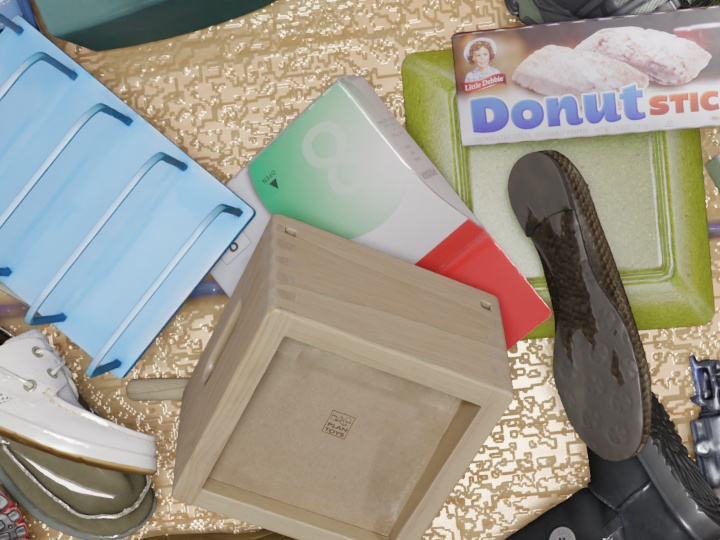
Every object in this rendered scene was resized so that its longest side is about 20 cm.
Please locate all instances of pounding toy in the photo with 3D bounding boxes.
[{"bbox_3d":[-0.036,0.077,0.989,0.183,0.143,0.201,20,122,-15],"label":"pounding toy"}]

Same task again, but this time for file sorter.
[{"bbox_3d":[-0.188,-0.048,0.957,0.200,0.123,0.139,39,91,2],"label":"file sorter"}]

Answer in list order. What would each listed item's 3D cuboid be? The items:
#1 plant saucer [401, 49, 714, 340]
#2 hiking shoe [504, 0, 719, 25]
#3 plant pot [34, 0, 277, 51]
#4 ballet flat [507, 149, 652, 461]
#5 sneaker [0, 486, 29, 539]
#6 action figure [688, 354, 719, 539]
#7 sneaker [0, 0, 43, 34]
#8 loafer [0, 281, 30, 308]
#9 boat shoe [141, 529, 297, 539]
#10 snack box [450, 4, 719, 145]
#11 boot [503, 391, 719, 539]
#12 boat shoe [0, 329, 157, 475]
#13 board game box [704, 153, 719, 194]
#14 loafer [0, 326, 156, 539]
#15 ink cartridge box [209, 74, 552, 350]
[{"bbox_3d":[0.131,-0.056,1.041,0.199,0.048,0.201,-5,88,3],"label":"plant saucer"},{"bbox_3d":[0.183,-0.178,0.991,0.199,0.076,0.101,24,133,20],"label":"hiking shoe"},{"bbox_3d":[-0.120,-0.232,1.019,0.199,0.141,0.142,-25,87,9],"label":"plant pot"},{"bbox_3d":[0.142,0.019,0.978,0.067,0.046,0.201,-29,71,38],"label":"ballet flat"},{"bbox_3d":[-0.238,0.228,1.042,0.077,0.082,0.201,-6,103,-14],"label":"sneaker"},{"bbox_3d":[0.253,0.145,0.992,0.193,0.104,0.201,-21,82,27],"label":"action figure"},{"bbox_3d":[-0.249,-0.160,1.048,0.074,0.082,0.201,-20,89,1],"label":"sneaker"},{"bbox_3d":[-0.278,-0.018,1.050,0.199,0.070,0.070,16,78,3],"label":"loafer"},{"bbox_3d":[-0.059,0.213,1.028,0.199,0.071,0.070,-1,112,9],"label":"boat shoe"},{"bbox_3d":[0.157,-0.121,0.971,0.199,0.024,0.072,-3,101,21],"label":"snack box"},{"bbox_3d":[0.122,0.165,1.022,0.200,0.065,0.165,-45,43,20],"label":"boot"},{"bbox_3d":[-0.211,0.069,0.971,0.199,0.071,0.070,21,76,1],"label":"boat shoe"},{"bbox_3d":[0.348,-0.051,1.023,0.199,0.064,0.148,-27,86,3],"label":"board game box"},{"bbox_3d":[-0.216,0.099,1.031,0.200,0.070,0.075,38,55,4],"label":"loafer"},{"bbox_3d":[0.000,0.000,1.018,0.161,0.050,0.200,-40,84,26],"label":"ink cartridge box"}]
